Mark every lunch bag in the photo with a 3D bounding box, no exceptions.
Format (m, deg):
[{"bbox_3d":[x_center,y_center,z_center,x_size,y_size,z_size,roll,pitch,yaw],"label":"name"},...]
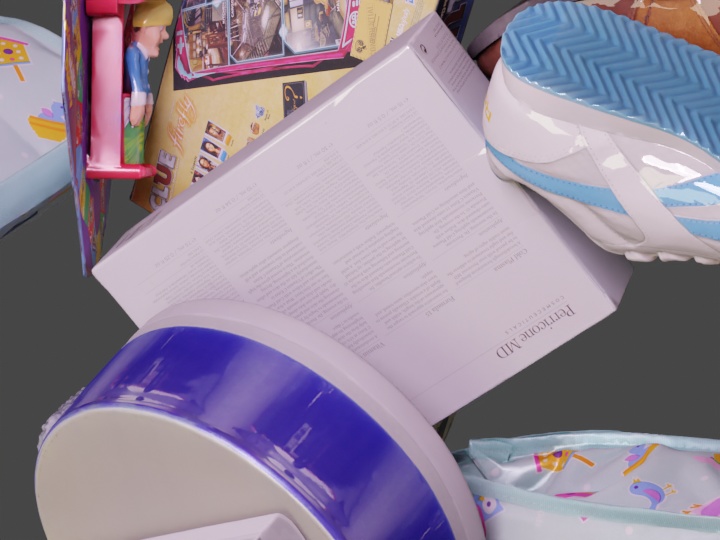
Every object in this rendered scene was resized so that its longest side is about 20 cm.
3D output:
[{"bbox_3d":[0.130,0.164,1.297,0.199,0.122,0.171,2,107,30],"label":"lunch bag"},{"bbox_3d":[-0.234,-0.053,1.449,0.199,0.170,0.123,12,122,31],"label":"lunch bag"}]

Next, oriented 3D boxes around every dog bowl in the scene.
[{"bbox_3d":[-0.047,0.116,1.287,0.199,0.079,0.201,24,139,23],"label":"dog bowl"}]

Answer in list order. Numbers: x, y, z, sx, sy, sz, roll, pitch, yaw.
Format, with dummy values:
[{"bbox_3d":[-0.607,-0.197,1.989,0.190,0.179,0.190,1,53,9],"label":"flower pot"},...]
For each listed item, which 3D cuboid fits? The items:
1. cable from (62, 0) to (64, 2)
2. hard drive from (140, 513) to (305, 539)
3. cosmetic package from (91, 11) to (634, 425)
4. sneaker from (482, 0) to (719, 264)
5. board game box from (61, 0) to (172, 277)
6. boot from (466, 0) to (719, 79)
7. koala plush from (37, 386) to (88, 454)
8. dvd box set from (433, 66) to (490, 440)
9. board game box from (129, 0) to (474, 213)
[{"bbox_3d":[-0.177,-0.227,1.391,0.050,0.097,0.201,-17,118,14],"label":"cable"},{"bbox_3d":[-0.067,0.177,1.277,0.199,0.026,0.132,-16,114,49],"label":"hard drive"},{"bbox_3d":[0.000,0.000,1.299,0.200,0.052,0.151,-33,100,27],"label":"cosmetic package"},{"bbox_3d":[0.145,-0.038,1.193,0.199,0.077,0.081,28,141,11],"label":"sneaker"},{"bbox_3d":[-0.107,-0.095,1.327,0.039,0.159,0.201,1,138,2],"label":"board game box"},{"bbox_3d":[0.156,-0.050,1.258,0.188,0.068,0.201,-19,101,31],"label":"boot"},{"bbox_3d":[-0.136,0.184,1.445,0.183,0.200,0.178,25,118,27],"label":"koala plush"},{"bbox_3d":[0.007,-0.018,1.381,0.146,0.029,0.201,34,121,23],"label":"dvd box set"},{"bbox_3d":[-0.027,-0.092,1.340,0.135,0.035,0.201,31,120,24],"label":"board game box"}]
